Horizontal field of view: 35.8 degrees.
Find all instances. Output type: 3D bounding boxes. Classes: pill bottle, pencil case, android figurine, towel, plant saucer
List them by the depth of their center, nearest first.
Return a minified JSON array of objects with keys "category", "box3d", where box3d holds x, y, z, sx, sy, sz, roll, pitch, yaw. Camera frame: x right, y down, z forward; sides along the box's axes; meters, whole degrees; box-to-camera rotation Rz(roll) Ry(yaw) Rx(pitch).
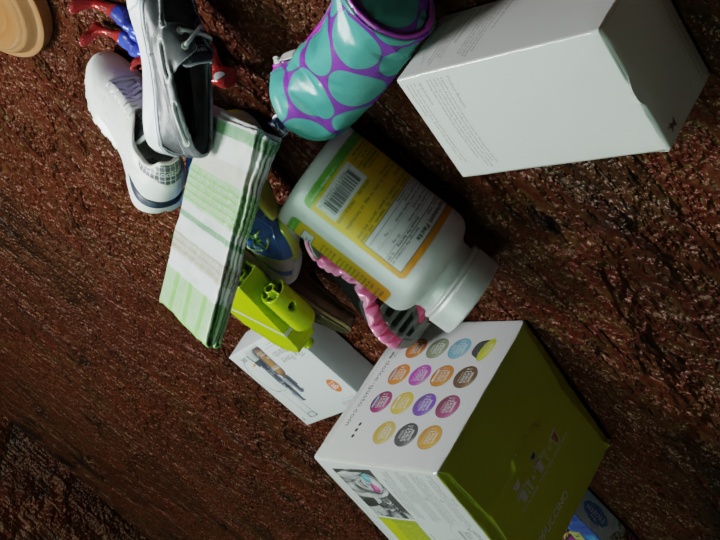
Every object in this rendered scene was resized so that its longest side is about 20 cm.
[{"category":"pencil case","box3d":[-0.013,-0.182,0.922,0.092,0.086,0.200,34,152,-10]},{"category":"towel","box3d":[-0.135,-0.044,1.048,0.030,0.204,0.149,10,-168,-29]},{"category":"pill bottle","box3d":[0.030,-0.034,1.062,0.199,0.112,0.111,38,152,-2]},{"category":"android figurine","box3d":[-0.122,0.025,1.227,0.181,0.041,0.200,21,160,47]},{"category":"plant saucer","box3d":[-0.430,-0.319,1.240,0.198,0.032,0.202,27,149,17]}]

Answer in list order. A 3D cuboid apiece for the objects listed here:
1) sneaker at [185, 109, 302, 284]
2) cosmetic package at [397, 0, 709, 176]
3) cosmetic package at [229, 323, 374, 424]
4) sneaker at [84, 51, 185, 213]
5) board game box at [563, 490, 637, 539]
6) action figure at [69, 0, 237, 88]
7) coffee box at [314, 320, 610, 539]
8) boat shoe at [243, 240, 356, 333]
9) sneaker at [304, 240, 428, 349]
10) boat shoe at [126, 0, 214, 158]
[{"category":"sneaker","box3d":[-0.132,-0.060,1.167,0.075,0.105,0.203,6,122,46]},{"category":"cosmetic package","box3d":[0.136,-0.140,0.816,0.198,0.085,0.108,-2,134,49]},{"category":"cosmetic package","box3d":[-0.075,0.127,1.484,0.150,0.052,0.200,40,152,-11]},{"category":"sneaker","box3d":[-0.231,-0.160,1.161,0.202,0.075,0.081,59,157,22]},{"category":"board game box","box3d":[0.218,0.298,1.416,0.200,0.041,0.199,45,151,-14]},{"category":"action figure","box3d":[-0.216,-0.204,1.107,0.197,0.100,0.066,21,147,21]},{"category":"coffee box","box3d":[0.115,0.195,1.213,0.196,0.201,0.201,-4,132,50]},{"category":"boat shoe","box3d":[-0.082,-0.003,1.273,0.199,0.068,0.072,36,169,4]},{"category":"sneaker","box3d":[0.000,0.000,1.209,0.201,0.079,0.095,52,170,-25]},{"category":"boat shoe","box3d":[-0.164,-0.202,1.017,0.067,0.071,0.204,13,112,35]}]
